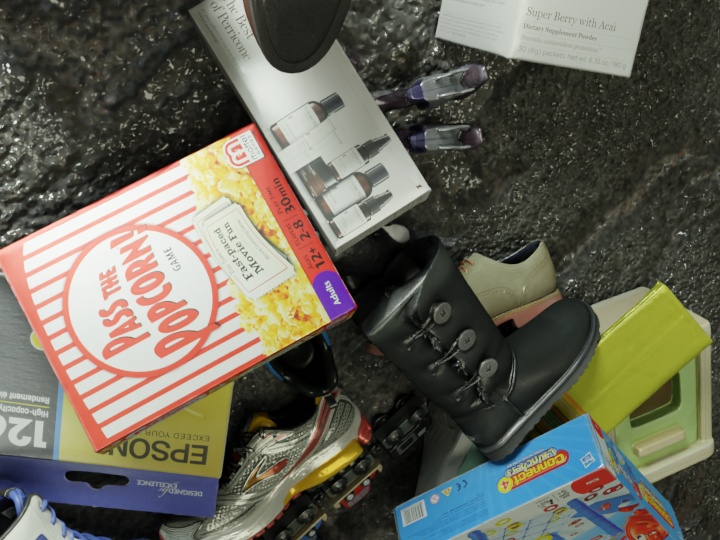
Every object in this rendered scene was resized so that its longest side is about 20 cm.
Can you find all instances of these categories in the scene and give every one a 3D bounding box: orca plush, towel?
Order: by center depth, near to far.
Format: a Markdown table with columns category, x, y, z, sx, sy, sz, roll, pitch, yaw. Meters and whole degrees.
| category | x | y | z | sx | sy | sz | roll | pitch | yaw |
| --- | --- | --- | --- | --- | --- | --- | --- | --- | --- |
| orca plush | 0.000 | 0.000 | 0.817 | 0.200 | 0.105 | 0.072 | 14 | 72 | -56 |
| towel | 0.214 | 0.103 | 0.895 | 0.200 | 0.018 | 0.086 | -43 | 116 | 7 |

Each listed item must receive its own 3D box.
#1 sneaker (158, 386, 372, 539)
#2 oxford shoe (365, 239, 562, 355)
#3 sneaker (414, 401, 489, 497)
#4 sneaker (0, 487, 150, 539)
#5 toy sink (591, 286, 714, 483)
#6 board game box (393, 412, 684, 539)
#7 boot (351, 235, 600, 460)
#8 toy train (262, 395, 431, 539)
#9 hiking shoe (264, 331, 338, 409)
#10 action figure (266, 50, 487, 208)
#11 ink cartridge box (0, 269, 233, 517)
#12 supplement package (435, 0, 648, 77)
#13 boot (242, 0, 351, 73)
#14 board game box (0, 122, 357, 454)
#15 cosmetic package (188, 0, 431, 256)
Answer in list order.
| category | x | y | z | sx | sy | sz | roll | pitch | yaw |
| --- | --- | --- | --- | --- | --- | --- | --- | --- | --- |
| sneaker | -0.090 | 0.165 | 0.864 | 0.200 | 0.078 | 0.082 | -37 | 110 | -15 |
| oxford shoe | 0.088 | 0.025 | 0.901 | 0.199 | 0.071 | 0.074 | -17 | 102 | -26 |
| sneaker | 0.124 | 0.166 | 0.958 | 0.117 | 0.074 | 0.201 | 0 | 119 | -19 |
| sneaker | -0.238 | 0.218 | 0.775 | 0.199 | 0.080 | 0.116 | -4 | 89 | -52 |
| toy sink | 0.265 | 0.140 | 0.996 | 0.130 | 0.112 | 0.201 | -17 | 116 | -19 |
| board game box | 0.166 | 0.237 | 0.916 | 0.199 | 0.056 | 0.196 | -31 | 131 | 19 |
| boot | 0.099 | 0.039 | 0.823 | 0.200 | 0.066 | 0.165 | 46 | 73 | -31 |
| toy train | -0.012 | 0.193 | 0.929 | 0.200 | 0.034 | 0.046 | -41 | 133 | -8 |
| hiking shoe | -0.075 | 0.019 | 0.799 | 0.074 | 0.087 | 0.200 | -41 | 121 | -7 |
| action figure | 0.002 | -0.116 | 0.793 | 0.199 | 0.069 | 0.131 | -14 | 106 | -25 |
| ink cartridge box | -0.196 | 0.100 | 0.761 | 0.196 | 0.047 | 0.201 | 7 | 105 | -7 |
| supplement package | 0.153 | -0.265 | 0.783 | 0.121 | 0.120 | 0.201 | 2 | 108 | -26 |
| boot | -0.072 | -0.230 | 0.640 | 0.068 | 0.200 | 0.189 | -16 | 111 | -17 |
| board game box | -0.125 | 0.011 | 0.699 | 0.199 | 0.046 | 0.152 | -29 | 83 | -12 |
| cosmetic package | -0.036 | -0.118 | 0.725 | 0.082 | 0.051 | 0.201 | -32 | 86 | -5 |
